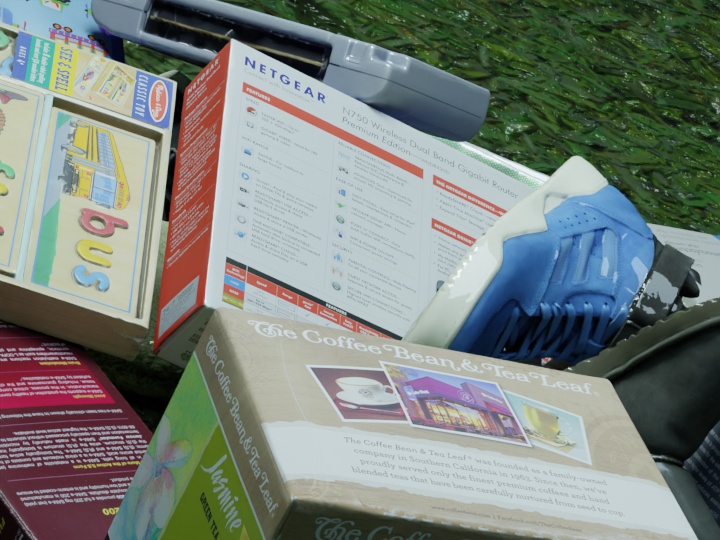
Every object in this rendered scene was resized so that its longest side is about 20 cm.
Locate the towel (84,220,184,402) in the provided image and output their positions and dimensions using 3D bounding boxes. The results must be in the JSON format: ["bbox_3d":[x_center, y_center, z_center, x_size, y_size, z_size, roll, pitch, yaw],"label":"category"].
[{"bbox_3d":[-0.168,-0.001,1.485,0.200,0.037,0.148,19,29,-14],"label":"towel"}]

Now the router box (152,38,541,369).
[{"bbox_3d":[0.000,0.000,1.428,0.200,0.049,0.180,26,45,-23],"label":"router box"}]

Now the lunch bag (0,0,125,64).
[{"bbox_3d":[-0.207,-0.093,1.529,0.150,0.094,0.200,17,23,-18],"label":"lunch bag"}]

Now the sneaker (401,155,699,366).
[{"bbox_3d":[0.103,0.023,1.400,0.111,0.077,0.200,41,33,6],"label":"sneaker"}]

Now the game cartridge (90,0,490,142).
[{"bbox_3d":[-0.035,-0.115,1.563,0.200,0.041,0.133,18,5,31],"label":"game cartridge"}]

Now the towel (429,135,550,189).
[{"bbox_3d":[0.026,-0.001,1.567,0.149,0.031,0.200,24,51,9],"label":"towel"}]

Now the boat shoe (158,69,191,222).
[{"bbox_3d":[-0.100,-0.058,1.583,0.066,0.075,0.199,-19,32,-16],"label":"boat shoe"}]

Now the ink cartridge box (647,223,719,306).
[{"bbox_3d":[0.240,0.062,1.690,0.116,0.068,0.200,8,33,-31],"label":"ink cartridge box"}]

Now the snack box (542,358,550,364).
[{"bbox_3d":[0.070,0.010,1.649,0.200,0.053,0.142,34,30,15],"label":"snack box"}]

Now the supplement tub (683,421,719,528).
[{"bbox_3d":[0.228,0.114,1.418,0.140,0.200,0.140,34,10,-7],"label":"supplement tub"}]

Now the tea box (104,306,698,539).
[{"bbox_3d":[0.005,0.142,1.211,0.200,0.197,0.134,10,31,-26],"label":"tea box"}]

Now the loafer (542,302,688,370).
[{"bbox_3d":[0.115,0.076,1.501,0.076,0.068,0.200,35,53,8],"label":"loafer"}]

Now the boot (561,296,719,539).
[{"bbox_3d":[0.163,0.128,1.331,0.073,0.182,0.200,18,46,-61],"label":"boot"}]

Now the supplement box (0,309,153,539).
[{"bbox_3d":[-0.163,0.081,1.320,0.109,0.061,0.200,-1,36,-41],"label":"supplement box"}]

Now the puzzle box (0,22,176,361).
[{"bbox_3d":[-0.162,-0.047,1.415,0.133,0.025,0.200,18,38,-15],"label":"puzzle box"}]
